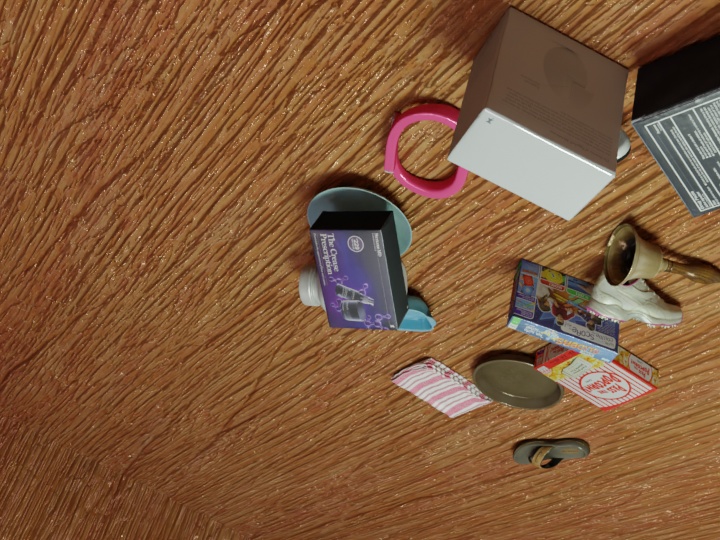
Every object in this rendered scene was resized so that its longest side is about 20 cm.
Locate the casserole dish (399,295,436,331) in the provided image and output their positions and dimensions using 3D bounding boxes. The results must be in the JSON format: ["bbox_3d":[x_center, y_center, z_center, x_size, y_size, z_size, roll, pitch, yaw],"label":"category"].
[{"bbox_3d":[0.060,0.083,1.845,0.196,0.039,0.121,1,155,21],"label":"casserole dish"}]

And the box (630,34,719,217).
[{"bbox_3d":[0.497,-0.202,1.216,0.196,0.125,0.200,-18,129,38],"label":"box"}]

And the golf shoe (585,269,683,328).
[{"bbox_3d":[0.490,0.049,1.596,0.196,0.093,0.075,8,-173,-24],"label":"golf shoe"}]

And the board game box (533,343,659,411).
[{"bbox_3d":[0.472,0.199,1.825,0.198,0.047,0.151,30,143,-16],"label":"board game box"}]

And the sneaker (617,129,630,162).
[{"bbox_3d":[0.345,-0.153,1.404,0.198,0.074,0.112,-9,140,45],"label":"sneaker"}]

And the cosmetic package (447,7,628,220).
[{"bbox_3d":[0.245,-0.212,1.249,0.197,0.202,0.123,25,144,-9],"label":"cosmetic package"}]

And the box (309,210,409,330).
[{"bbox_3d":[0.000,0.000,1.625,0.138,0.079,0.203,-1,119,20],"label":"box"}]

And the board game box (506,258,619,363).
[{"bbox_3d":[0.365,0.071,1.626,0.197,0.137,0.035,20,141,-2],"label":"board game box"}]

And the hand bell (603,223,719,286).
[{"bbox_3d":[0.519,-0.008,1.521,0.196,0.106,0.105,11,146,-12],"label":"hand bell"}]

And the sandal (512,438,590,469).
[{"bbox_3d":[0.446,0.440,2.149,0.197,0.055,0.082,-10,136,34],"label":"sandal"}]

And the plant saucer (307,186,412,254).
[{"bbox_3d":[0.002,-0.093,1.655,0.197,0.039,0.203,12,144,8],"label":"plant saucer"}]

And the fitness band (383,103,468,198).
[{"bbox_3d":[0.111,-0.192,1.478,0.141,0.038,0.201,15,145,5],"label":"fitness band"}]

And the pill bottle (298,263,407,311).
[{"bbox_3d":[-0.016,0.031,1.765,0.196,0.112,0.112,3,142,21],"label":"pill bottle"}]

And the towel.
[{"bbox_3d":[0.183,0.273,2.067,0.198,0.030,0.146,33,143,-20],"label":"towel"}]

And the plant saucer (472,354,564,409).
[{"bbox_3d":[0.337,0.236,1.945,0.196,0.030,0.201,13,147,8],"label":"plant saucer"}]
